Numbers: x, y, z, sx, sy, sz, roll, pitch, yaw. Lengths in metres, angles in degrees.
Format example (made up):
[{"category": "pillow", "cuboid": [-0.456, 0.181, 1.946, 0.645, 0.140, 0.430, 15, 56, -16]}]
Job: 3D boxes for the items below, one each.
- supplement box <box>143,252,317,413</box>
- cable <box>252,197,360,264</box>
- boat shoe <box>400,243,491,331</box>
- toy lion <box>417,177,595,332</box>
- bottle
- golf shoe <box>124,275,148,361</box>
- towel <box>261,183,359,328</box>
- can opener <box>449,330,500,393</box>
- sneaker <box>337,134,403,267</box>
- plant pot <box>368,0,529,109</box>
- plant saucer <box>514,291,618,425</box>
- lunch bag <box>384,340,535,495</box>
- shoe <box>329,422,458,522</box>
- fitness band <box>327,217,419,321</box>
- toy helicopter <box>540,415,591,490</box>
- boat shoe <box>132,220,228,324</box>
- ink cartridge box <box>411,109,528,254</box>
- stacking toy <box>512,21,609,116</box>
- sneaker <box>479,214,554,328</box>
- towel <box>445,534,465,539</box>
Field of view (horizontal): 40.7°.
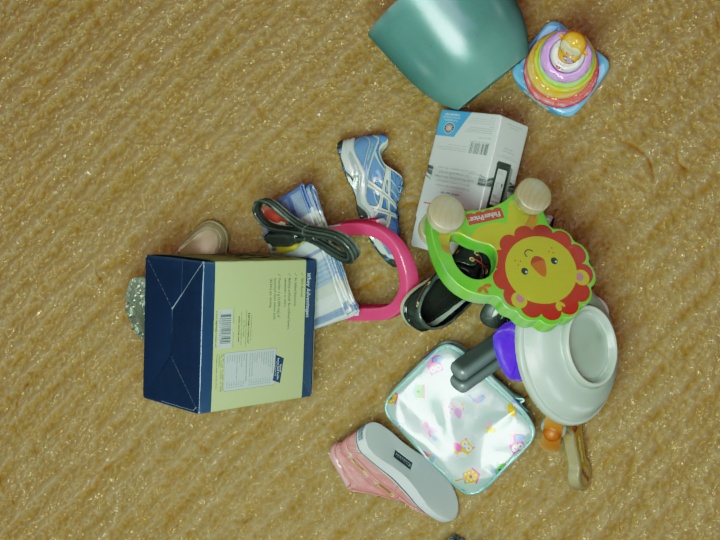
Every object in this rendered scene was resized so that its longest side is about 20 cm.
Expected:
[{"category": "supplement box", "cuboid": [-0.179, 0.078, 1.342, 0.134, 0.199, 0.201, 7, 96, 44]}, {"category": "cable", "cuboid": [-0.077, -0.060, 1.332, 0.199, 0.050, 0.098, 4, 124, 42]}, {"category": "boat shoe", "cuboid": [0.141, 0.006, 1.283, 0.201, 0.063, 0.074, -42, 106, -13]}, {"category": "toy lion", "cuboid": [0.192, -0.011, 1.230, 0.199, 0.069, 0.193, -11, 71, -17]}, {"category": "bottle", "cuboid": [0.267, 0.085, 1.334, 0.065, 0.199, 0.084, -19, 92, 50]}, {"category": "golf shoe", "cuboid": [-0.275, 0.080, 1.405, 0.078, 0.097, 0.201, 25, 138, 39]}, {"category": "towel", "cuboid": [-0.077, -0.013, 1.401, 0.024, 0.147, 0.201, -19, 86, -38]}, {"category": "can opener", "cuboid": [0.196, 0.100, 1.368, 0.200, 0.053, 0.066, -35, 48, -29]}, {"category": "sneaker", "cuboid": [0.031, -0.103, 1.405, 0.077, 0.076, 0.201, -19, 93, 3]}, {"category": "plant pot", "cuboid": [0.137, -0.323, 1.339, 0.200, 0.201, 0.161, -38, 93, 5]}, {"category": "plant saucer", "cuboid": [0.285, 0.101, 1.270, 0.050, 0.199, 0.201, -12, 89, 49]}, {"category": "lunch bag", "cuboid": [0.148, 0.209, 1.395, 0.200, 0.077, 0.160, 44, 93, 4]}, {"category": "shoe", "cuboid": [0.048, 0.304, 1.415, 0.200, 0.072, 0.091, 42, 132, -16]}, {"category": "fitness band", "cuboid": [0.000, 0.000, 1.373, 0.199, 0.037, 0.145, -3, 104, 45]}, {"category": "toy helicopter", "cuboid": [0.294, 0.223, 1.364, 0.078, 0.132, 0.201, -2, 109, 34]}, {"category": "boat shoe", "cuboid": [-0.266, 0.014, 1.440, 0.071, 0.065, 0.201, 34, 94, 5]}, {"category": "ink cartridge box", "cuboid": [0.152, -0.118, 1.370, 0.116, 0.068, 0.201, 16, 93, 46]}, {"category": "stacking toy", "cuboid": [0.279, -0.286, 1.316, 0.116, 0.200, 0.110, 38, 94, 3]}, {"category": "sneaker", "cuboid": [0.204, -0.005, 1.370, 0.080, 0.074, 0.201, 21, 58, 15]}, {"category": "towel", "cuboid": [0.101, 0.461, 1.340, 0.086, 0.200, 0.166, 44, 93, 5]}]
